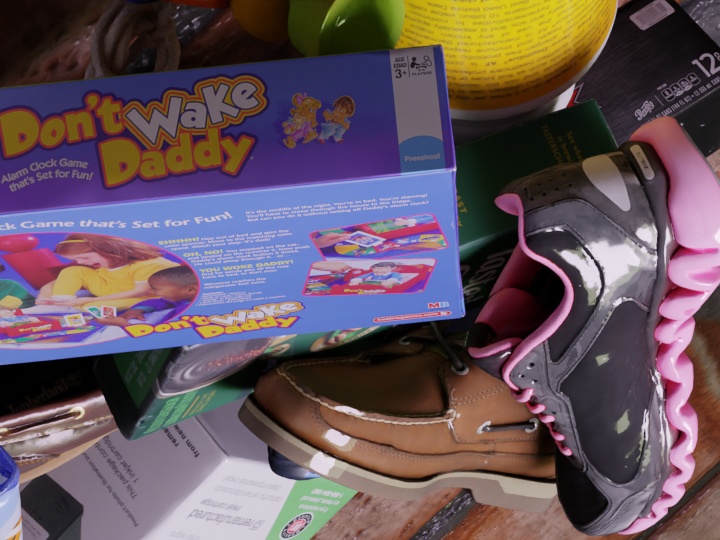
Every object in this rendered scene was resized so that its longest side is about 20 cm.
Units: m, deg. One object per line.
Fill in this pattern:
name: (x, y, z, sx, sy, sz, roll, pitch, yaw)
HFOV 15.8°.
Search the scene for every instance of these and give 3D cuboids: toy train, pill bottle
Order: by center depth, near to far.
toy train: (-0.033, -0.095, 0.869, 0.085, 0.116, 0.201, -17, 131, -42)
pill bottle: (0.044, -0.126, 0.980, 0.113, 0.113, 0.200, -35, 158, -13)

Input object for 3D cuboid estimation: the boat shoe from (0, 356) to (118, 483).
boat shoe: (-0.095, 0.026, 1.086, 0.200, 0.070, 0.070, -33, 159, -18)

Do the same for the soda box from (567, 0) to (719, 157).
soda box: (0.084, -0.049, 1.238, 0.200, 0.063, 0.071, -32, 156, -19)

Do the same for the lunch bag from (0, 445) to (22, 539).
lunch bag: (-0.236, 0.133, 0.997, 0.200, 0.124, 0.170, -40, 159, -22)

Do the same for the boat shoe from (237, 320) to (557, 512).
boat shoe: (0.027, 0.050, 1.055, 0.200, 0.072, 0.068, 10, 114, -56)

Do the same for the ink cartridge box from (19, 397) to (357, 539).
ink cartridge box: (-0.117, 0.134, 1.224, 0.200, 0.084, 0.146, -46, 156, 13)

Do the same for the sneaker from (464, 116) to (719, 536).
sneaker: (0.081, 0.030, 1.004, 0.095, 0.079, 0.200, -15, 134, -18)

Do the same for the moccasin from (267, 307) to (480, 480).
moccasin: (0.032, 0.049, 1.165, 0.200, 0.080, 0.068, -4, 124, -37)

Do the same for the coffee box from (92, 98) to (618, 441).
coffee box: (0.000, 0.000, 1.026, 0.199, 0.044, 0.123, -20, 167, -23)

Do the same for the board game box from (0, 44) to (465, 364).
board game box: (-0.067, -0.017, 0.873, 0.199, 0.045, 0.135, -6, 158, 1)
